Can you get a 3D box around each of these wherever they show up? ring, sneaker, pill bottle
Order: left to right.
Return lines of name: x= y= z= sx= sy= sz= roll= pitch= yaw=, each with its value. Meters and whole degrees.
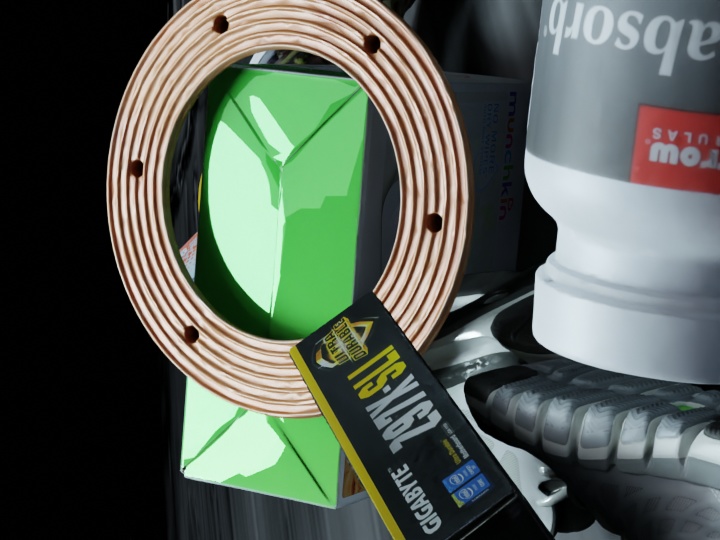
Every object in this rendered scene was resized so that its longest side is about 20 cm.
ring: x=-0.033 y=-0.034 z=0.905 sx=0.199 sy=0.019 sz=0.203 roll=2 pitch=94 yaw=33
sneaker: x=0.099 y=0.056 z=0.868 sx=0.200 sy=0.076 sz=0.116 roll=-7 pitch=118 yaw=56
sneaker: x=0.105 y=0.099 z=0.717 sx=0.199 sy=0.074 sz=0.117 roll=12 pitch=107 yaw=57
pill bottle: x=0.117 y=-0.071 z=0.682 sx=0.116 sy=0.115 sz=0.202 roll=-136 pitch=50 yaw=-72

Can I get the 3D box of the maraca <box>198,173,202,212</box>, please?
maraca: x=-0.055 y=-0.036 z=1.381 sx=0.107 sy=0.137 sz=0.201 roll=34 pitch=137 yaw=33

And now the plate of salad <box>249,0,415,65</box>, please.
plate of salad: x=-0.007 y=-0.139 z=1.181 sx=0.200 sy=0.048 sz=0.200 roll=-48 pitch=-9 yaw=-10

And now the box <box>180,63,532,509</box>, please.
box: x=0.000 y=0.000 z=1.002 sx=0.176 sy=0.096 sz=0.202 roll=-7 pitch=-76 yaw=-59

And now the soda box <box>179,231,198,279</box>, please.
soda box: x=-0.022 y=-0.036 z=1.136 sx=0.200 sy=0.064 sz=0.068 roll=-45 pitch=24 yaw=8

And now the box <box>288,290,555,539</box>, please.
box: x=0.052 y=0.110 z=0.768 sx=0.160 sy=0.049 sz=0.200 roll=56 pitch=179 yaw=-24
